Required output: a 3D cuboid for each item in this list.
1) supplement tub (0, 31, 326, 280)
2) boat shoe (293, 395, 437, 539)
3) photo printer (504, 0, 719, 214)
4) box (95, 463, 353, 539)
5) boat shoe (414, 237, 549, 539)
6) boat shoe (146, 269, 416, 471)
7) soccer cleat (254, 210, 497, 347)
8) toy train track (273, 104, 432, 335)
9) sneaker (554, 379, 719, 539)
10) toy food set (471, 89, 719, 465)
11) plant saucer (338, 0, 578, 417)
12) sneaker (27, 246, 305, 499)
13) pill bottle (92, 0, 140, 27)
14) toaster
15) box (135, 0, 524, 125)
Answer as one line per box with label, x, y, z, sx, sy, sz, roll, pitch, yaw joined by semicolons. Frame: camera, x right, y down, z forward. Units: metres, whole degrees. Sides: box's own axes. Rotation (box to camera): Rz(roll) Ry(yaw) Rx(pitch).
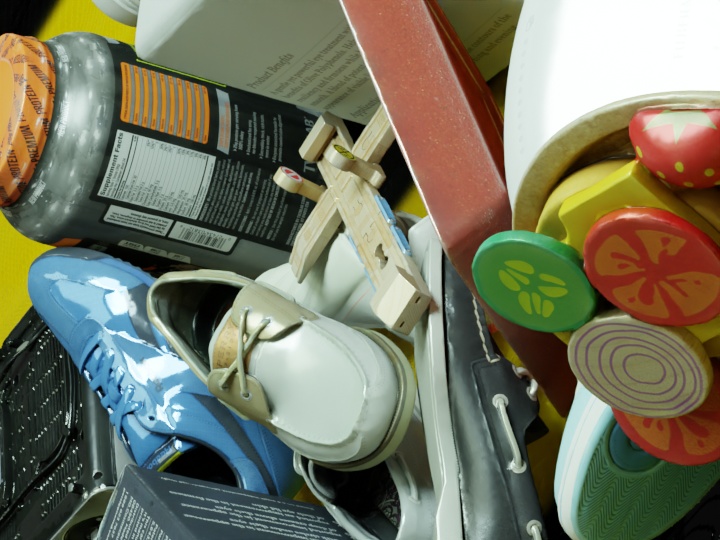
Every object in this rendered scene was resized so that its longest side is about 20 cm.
supplement tub;-0.123;-0.063;1.628;0.122;0.199;0.123;-36;47;50
boat shoe;0.003;0.102;1.463;0.072;0.068;0.200;-65;30;18
photo printer;0.155;-0.087;1.184;0.199;0.069;0.168;0;67;30
box;-0.038;0.190;1.413;0.200;0.147;0.105;39;111;60
boat shoe;0.060;0.080;1.355;0.074;0.060;0.201;92;173;-67
boat shoe;-0.045;0.047;1.436;0.200;0.068;0.075;23;93;58
soccer cleat;0.000;0.000;1.499;0.199;0.069;0.078;3;120;56
toy train track;-0.006;-0.030;1.417;0.115;0.032;0.200;-57;26;17
sneaker;0.124;0.019;1.280;0.201;0.079;0.130;-63;31;2
toy food set;0.150;0.010;1.128;0.198;0.200;0.049;-32;26;47
plant saucer;0.050;-0.055;1.337;0.037;0.200;0.201;-26;59;7
sneaker;-0.115;0.064;1.567;0.078;0.200;0.066;-43;-14;-39
pill bottle;-0.093;-0.216;1.739;0.200;0.112;0.114;-24;56;55
toaster;-0.156;0.104;1.694;0.181;0.118;0.201;-46;40;41
box;0.004;-0.206;1.469;0.199;0.170;0.201;146;135;-61
